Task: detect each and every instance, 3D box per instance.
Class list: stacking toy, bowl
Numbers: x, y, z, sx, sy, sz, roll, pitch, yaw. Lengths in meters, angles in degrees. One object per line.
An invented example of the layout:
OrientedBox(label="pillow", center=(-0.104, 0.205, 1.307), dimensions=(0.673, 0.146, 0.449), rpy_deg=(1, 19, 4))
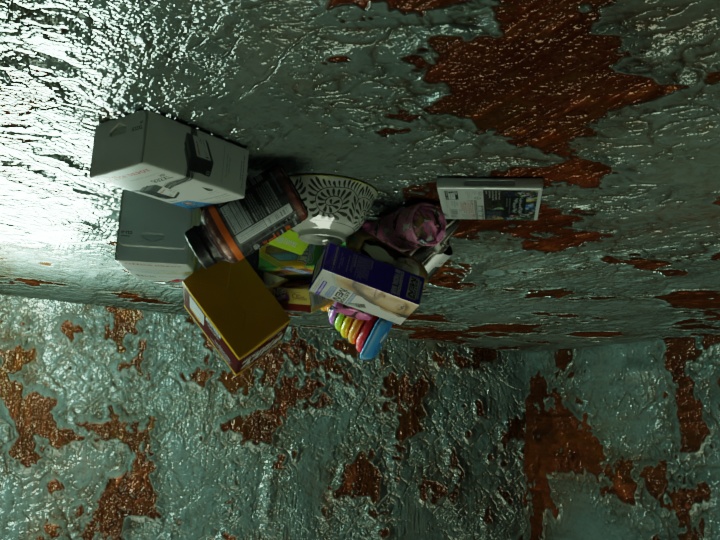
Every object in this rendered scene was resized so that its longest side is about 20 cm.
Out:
OrientedBox(label="stacking toy", center=(-0.031, 0.102, 1.816), dimensions=(0.198, 0.111, 0.116), rpy_deg=(30, -170, 14))
OrientedBox(label="bowl", center=(-0.068, -0.102, 1.489), dimensions=(0.197, 0.096, 0.201), rpy_deg=(3, 170, 0))

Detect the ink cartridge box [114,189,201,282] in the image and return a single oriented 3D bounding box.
OrientedBox(label="ink cartridge box", center=(-0.400, -0.065, 1.639), dimensions=(0.142, 0.148, 0.200), rpy_deg=(3, 169, -3))

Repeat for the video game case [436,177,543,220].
OrientedBox(label="video game case", center=(0.233, -0.127, 1.454), dimensions=(0.178, 0.024, 0.200), rpy_deg=(2, 168, 10))

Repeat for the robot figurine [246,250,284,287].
OrientedBox(label="robot figurine", center=(-0.223, -0.015, 1.851), dimensions=(0.197, 0.127, 0.150), rpy_deg=(16, 171, 27))

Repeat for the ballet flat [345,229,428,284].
OrientedBox(label="ballet flat", center=(0.059, -0.012, 1.552), dimensions=(0.198, 0.070, 0.063), rpy_deg=(27, 178, -25))

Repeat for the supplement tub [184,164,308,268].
OrientedBox(label="supplement tub", center=(-0.193, -0.085, 1.355), dimensions=(0.198, 0.108, 0.107), rpy_deg=(-31, 169, -3))

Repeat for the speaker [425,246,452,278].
OrientedBox(label="speaker", center=(0.109, 0.004, 1.749), dimensions=(0.080, 0.082, 0.200), rpy_deg=(14, 127, -45))

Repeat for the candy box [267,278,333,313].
OrientedBox(label="candy box", center=(-0.096, 0.037, 1.767), dimensions=(0.115, 0.058, 0.199), rpy_deg=(3, -163, 34))

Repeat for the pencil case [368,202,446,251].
OrientedBox(label="pencil case", center=(0.088, -0.076, 1.593), dimensions=(0.081, 0.088, 0.199), rpy_deg=(1, 174, -26))

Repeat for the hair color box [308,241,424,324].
OrientedBox(label="hair color box", center=(0.010, 0.027, 1.532), dimensions=(0.197, 0.066, 0.109), rpy_deg=(19, 152, -10))

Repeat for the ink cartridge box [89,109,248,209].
OrientedBox(label="ink cartridge box", center=(-0.294, -0.166, 1.251), dimensions=(0.143, 0.085, 0.198), rpy_deg=(-5, 166, 40))

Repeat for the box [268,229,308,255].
OrientedBox(label="box", center=(-0.190, -0.097, 1.522), dimensions=(0.122, 0.048, 0.199), rpy_deg=(42, -168, 32))

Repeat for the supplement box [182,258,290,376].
OrientedBox(label="supplement box", center=(-0.264, 0.089, 1.704), dimensions=(0.132, 0.198, 0.200), rpy_deg=(-36, 173, -19))

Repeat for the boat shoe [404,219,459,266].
OrientedBox(label="boat shoe", center=(0.140, -0.040, 1.648), dimensions=(0.057, 0.067, 0.199), rpy_deg=(45, 123, -9))

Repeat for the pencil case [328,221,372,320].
OrientedBox(label="pencil case", center=(0.000, 0.000, 1.717), dimensions=(0.090, 0.204, 0.093), rpy_deg=(20, 169, -23))

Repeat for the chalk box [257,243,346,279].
OrientedBox(label="chalk box", center=(-0.094, -0.053, 1.661), dimensions=(0.197, 0.126, 0.124), rpy_deg=(-2, 167, 29))
